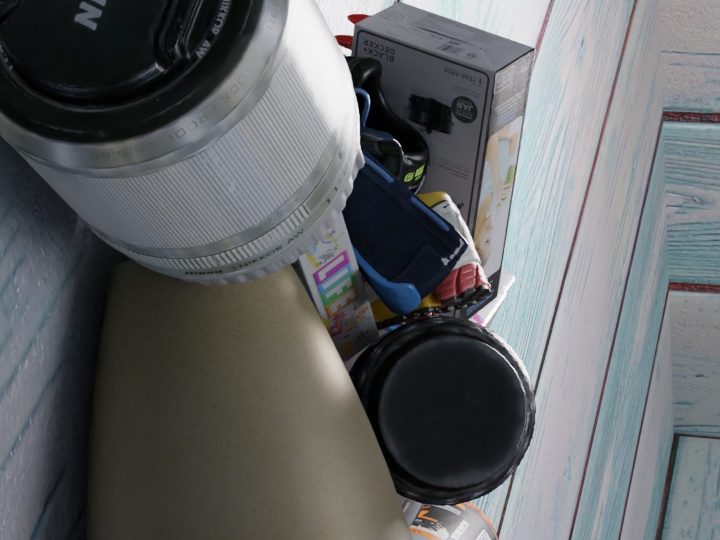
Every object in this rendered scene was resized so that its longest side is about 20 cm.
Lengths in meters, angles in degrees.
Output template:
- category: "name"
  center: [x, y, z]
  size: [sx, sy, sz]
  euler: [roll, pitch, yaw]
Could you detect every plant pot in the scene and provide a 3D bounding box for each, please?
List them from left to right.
- category: "plant pot"
  center: [-0.073, 0.087, 1.083]
  size: [0.187, 0.186, 0.201]
  euler: [-1, 81, -74]

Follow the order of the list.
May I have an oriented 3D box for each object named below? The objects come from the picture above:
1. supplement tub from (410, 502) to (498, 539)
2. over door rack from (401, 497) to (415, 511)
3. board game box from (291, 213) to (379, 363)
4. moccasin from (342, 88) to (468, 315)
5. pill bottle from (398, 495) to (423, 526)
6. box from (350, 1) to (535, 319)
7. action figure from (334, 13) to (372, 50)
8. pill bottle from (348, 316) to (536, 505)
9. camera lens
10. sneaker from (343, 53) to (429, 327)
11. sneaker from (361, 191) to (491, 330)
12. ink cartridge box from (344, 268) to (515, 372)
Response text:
- category: "supplement tub"
  center: [0.048, 0.258, 1.620]
  size: [0.200, 0.122, 0.123]
  euler: [-31, 123, -72]
- category: "over door rack"
  center: [-0.019, 0.142, 1.287]
  size: [0.148, 0.066, 0.201]
  euler: [-20, 93, -68]
- category: "board game box"
  center: [-0.053, -0.037, 1.156]
  size: [0.034, 0.135, 0.200]
  euler: [-36, 156, -10]
- category: "moccasin"
  center: [0.000, -0.055, 1.201]
  size: [0.200, 0.068, 0.081]
  euler: [53, -2, 31]
- category: "pill bottle"
  center: [0.023, 0.122, 1.527]
  size: [0.200, 0.106, 0.107]
  euler: [-51, 142, -65]
- category: "box"
  center: [0.047, -0.074, 1.378]
  size: [0.060, 0.116, 0.201]
  euler: [-34, 138, -50]
- category: "action figure"
  center: [-0.010, -0.088, 1.448]
  size: [0.066, 0.051, 0.201]
  euler: [-72, 168, -59]
- category: "pill bottle"
  center: [0.046, 0.085, 1.189]
  size: [0.200, 0.111, 0.112]
  euler: [131, -37, -86]
- category: "camera lens"
  center: [-0.092, -0.094, 0.959]
  size: [0.200, 0.159, 0.161]
  euler: [57, 40, -66]
- category: "sneaker"
  center: [0.011, -0.051, 1.327]
  size: [0.071, 0.082, 0.200]
  euler: [-35, 111, -50]
- category: "sneaker"
  center: [0.000, 0.000, 1.278]
  size: [0.078, 0.199, 0.083]
  euler: [-8, 83, -49]
- category: "ink cartridge box"
  center: [0.037, 0.035, 1.501]
  size: [0.068, 0.115, 0.200]
  euler: [-64, 172, 25]
